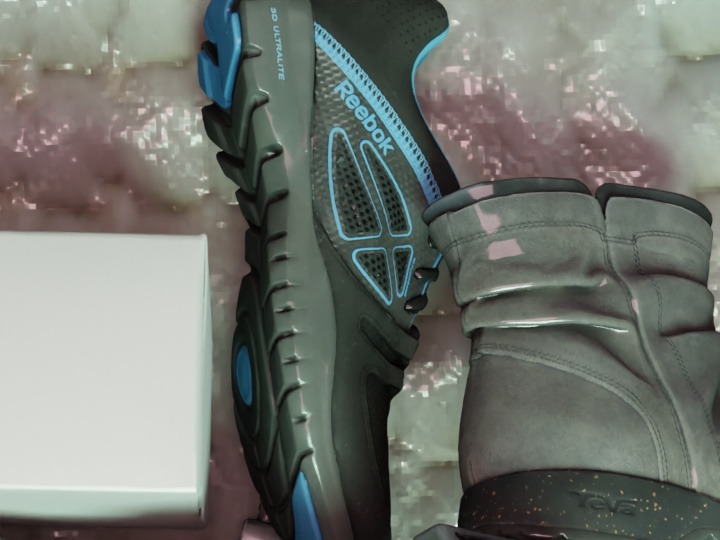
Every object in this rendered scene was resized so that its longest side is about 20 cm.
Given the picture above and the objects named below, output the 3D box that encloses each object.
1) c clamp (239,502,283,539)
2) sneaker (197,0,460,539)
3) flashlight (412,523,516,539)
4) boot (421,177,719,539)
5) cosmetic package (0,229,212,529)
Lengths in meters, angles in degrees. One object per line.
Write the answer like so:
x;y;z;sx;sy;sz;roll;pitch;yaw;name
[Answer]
0.044;0.135;0.882;0.199;0.027;0.171;21;86;-1;c clamp
0.000;0.000;0.860;0.082;0.073;0.201;-2;83;-19;sneaker
0.095;0.129;0.800;0.200;0.068;0.068;17;91;-44;flashlight
0.113;0.039;0.856;0.199;0.070;0.132;15;61;-33;boot
-0.146;0.036;0.837;0.199;0.108;0.085;0;78;-4;cosmetic package
